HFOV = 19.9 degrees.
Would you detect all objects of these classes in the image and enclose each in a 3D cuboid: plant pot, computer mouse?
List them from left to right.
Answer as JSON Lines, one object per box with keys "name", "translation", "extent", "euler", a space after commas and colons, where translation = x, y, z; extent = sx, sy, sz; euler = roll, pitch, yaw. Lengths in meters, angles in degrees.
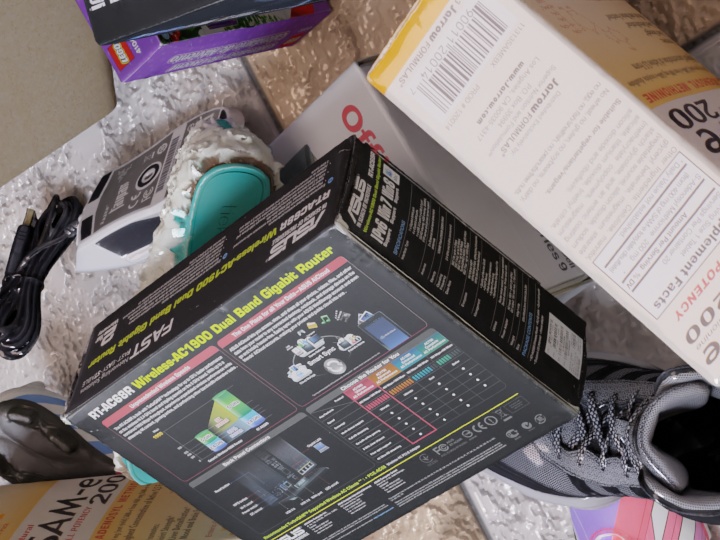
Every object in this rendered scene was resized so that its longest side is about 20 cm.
{"name": "plant pot", "translation": [-0.251, -0.128, 1.121], "extent": [0.199, 0.200, 0.178], "euler": [3, 125, 58]}
{"name": "computer mouse", "translation": [-0.128, -0.025, 1.147], "extent": [0.199, 0.110, 0.044], "euler": [-25, 124, 34]}

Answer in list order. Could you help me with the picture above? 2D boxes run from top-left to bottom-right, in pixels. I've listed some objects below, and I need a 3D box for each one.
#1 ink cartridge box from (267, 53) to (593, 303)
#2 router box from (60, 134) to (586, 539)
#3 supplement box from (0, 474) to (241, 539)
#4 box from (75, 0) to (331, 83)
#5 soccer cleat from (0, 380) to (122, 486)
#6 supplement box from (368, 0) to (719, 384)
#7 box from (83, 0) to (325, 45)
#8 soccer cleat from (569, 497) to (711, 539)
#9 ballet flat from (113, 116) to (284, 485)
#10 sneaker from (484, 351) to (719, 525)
{"name": "ink cartridge box", "translation": [0.000, 0.000, 1.043], "extent": [0.200, 0.087, 0.146], "euler": [-39, 78, 37]}
{"name": "router box", "translation": [-0.018, 0.046, 0.941], "extent": [0.150, 0.062, 0.200], "euler": [37, 130, -24]}
{"name": "supplement box", "translation": [-0.121, 0.160, 1.104], "extent": [0.199, 0.126, 0.074], "euler": [-6, 103, 8]}
{"name": "box", "translation": [-0.113, -0.198, 1.042], "extent": [0.039, 0.137, 0.201], "euler": [-36, 80, 39]}
{"name": "soccer cleat", "translation": [-0.132, 0.129, 1.208], "extent": [0.200, 0.086, 0.070], "euler": [36, 105, -1]}
{"name": "supplement box", "translation": [0.117, -0.052, 0.881], "extent": [0.200, 0.126, 0.074], "euler": [42, 113, 13]}
{"name": "box", "translation": [-0.005, -0.155, 0.927], "extent": [0.160, 0.200, 0.044], "euler": [-13, 95, 39]}
{"name": "soccer cleat", "translation": [0.138, 0.179, 0.991], "extent": [0.066, 0.076, 0.201], "euler": [-13, 95, 40]}
{"name": "ballet flat", "translation": [-0.083, 0.012, 1.027], "extent": [0.072, 0.072, 0.201], "euler": [34, 120, 26]}
{"name": "sneaker", "translation": [0.124, 0.072, 0.924], "extent": [0.199, 0.114, 0.076], "euler": [7, 82, 23]}
